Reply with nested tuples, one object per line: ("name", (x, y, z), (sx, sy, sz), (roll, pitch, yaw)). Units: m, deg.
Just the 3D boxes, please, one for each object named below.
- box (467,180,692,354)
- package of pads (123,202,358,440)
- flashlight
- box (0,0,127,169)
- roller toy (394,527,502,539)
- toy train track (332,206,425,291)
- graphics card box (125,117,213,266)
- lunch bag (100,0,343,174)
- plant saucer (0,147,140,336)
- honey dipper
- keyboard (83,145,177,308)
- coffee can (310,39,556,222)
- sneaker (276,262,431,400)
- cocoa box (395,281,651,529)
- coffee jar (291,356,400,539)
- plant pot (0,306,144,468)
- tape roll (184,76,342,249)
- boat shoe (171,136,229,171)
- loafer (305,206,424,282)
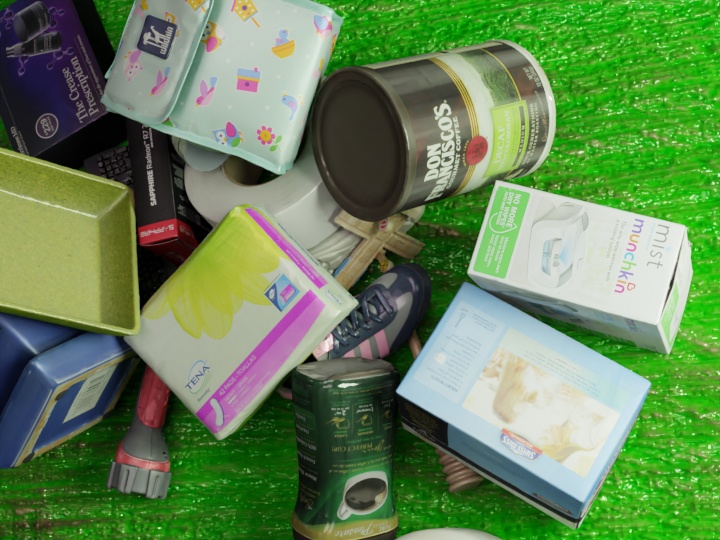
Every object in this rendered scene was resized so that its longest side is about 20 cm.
("box", (0.214, 0.000, 1.093), (0.176, 0.200, 0.097), (16, 84, 19))
("package of pads", (-0.124, 0.048, 1.153), (0.155, 0.068, 0.200), (45, 109, 8))
("flashlight", (-0.223, 0.145, 1.268), (0.067, 0.068, 0.201), (9, 81, 20))
("box", (-0.364, -0.229, 1.394), (0.141, 0.079, 0.201), (-30, 71, 12))
("roller toy", (0.082, 0.337, 1.090), (0.182, 0.140, 0.201), (23, 86, 21))
("toy train track", (0.000, 0.000, 1.218), (0.200, 0.114, 0.033), (-50, 39, 20))
("graphics card box", (-0.209, -0.110, 1.290), (0.051, 0.125, 0.201), (-12, 75, 13))
("lunch bag", (-0.137, -0.203, 1.124), (0.199, 0.122, 0.171), (21, 99, -1))
("plant saucer", (-0.323, -0.023, 1.154), (0.048, 0.199, 0.200), (-48, 39, 37))
("honey dipper", (0.075, 0.127, 1.195), (0.038, 0.038, 0.201), (-24, 70, 11))
("keyboard", (-0.290, -0.043, 1.357), (0.127, 0.021, 0.201), (-24, 71, 11))
("coffee can", (0.072, -0.142, 1.146), (0.146, 0.199, 0.147), (26, 124, 45))
("sneaker", (-0.011, 0.068, 1.190), (0.200, 0.082, 0.070), (-47, 63, 18))
("cocoa box", (0.151, 0.128, 1.099), (0.199, 0.131, 0.134), (29, 73, 17))
("coffee jar", (-0.015, 0.191, 1.146), (0.085, 0.104, 0.201), (15, 106, 58))
("plant pot", (-0.345, 0.077, 1.229), (0.180, 0.200, 0.200), (45, 125, 14))
("tape roll", (-0.088, -0.115, 1.248), (0.202, 0.071, 0.203), (-14, 54, 21))
("boat shoe", (-0.126, -0.197, 1.240), (0.202, 0.075, 0.086), (-49, 40, 0))
("loafer", (-0.020, -0.035, 1.251), (0.200, 0.070, 0.070), (-36, 44, 7))
